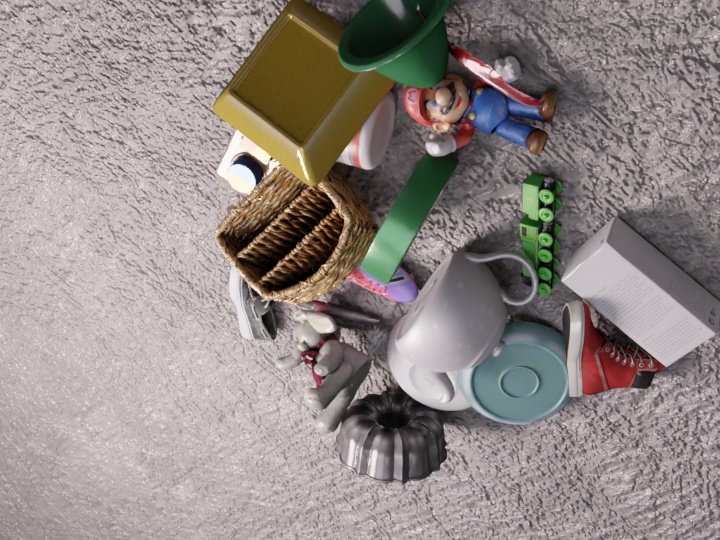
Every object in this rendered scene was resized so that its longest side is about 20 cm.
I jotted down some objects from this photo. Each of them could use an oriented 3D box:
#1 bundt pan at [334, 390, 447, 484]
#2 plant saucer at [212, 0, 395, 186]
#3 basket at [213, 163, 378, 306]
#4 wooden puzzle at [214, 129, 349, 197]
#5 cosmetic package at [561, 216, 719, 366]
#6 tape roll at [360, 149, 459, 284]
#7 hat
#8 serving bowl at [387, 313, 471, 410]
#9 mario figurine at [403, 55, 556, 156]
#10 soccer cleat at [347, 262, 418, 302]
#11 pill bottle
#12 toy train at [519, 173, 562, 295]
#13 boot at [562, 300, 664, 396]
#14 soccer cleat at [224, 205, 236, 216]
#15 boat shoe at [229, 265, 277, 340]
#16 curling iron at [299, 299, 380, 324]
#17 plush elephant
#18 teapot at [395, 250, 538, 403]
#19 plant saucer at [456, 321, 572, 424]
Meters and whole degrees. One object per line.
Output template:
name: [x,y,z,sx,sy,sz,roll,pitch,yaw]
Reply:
bundt pan: [0.054,0.275,1.621,0.200,0.202,0.077,11,116,20]
plant saucer: [-0.081,-0.250,1.261,0.199,0.048,0.201,38,91,18]
basket: [-0.094,-0.048,1.393,0.200,0.149,0.144,-40,58,20]
wooden puzzle: [-0.131,-0.154,1.475,0.184,0.046,0.200,34,134,0]
cosmetic package: [0.394,0.031,1.320,0.199,0.071,0.101,39,135,-5]
tape roll: [0.069,-0.078,1.321,0.048,0.201,0.201,31,134,3]
hat: [0.090,-0.256,1.214,0.165,0.200,0.176,-41,126,3]
serving bowl: [0.130,0.163,1.571,0.198,0.066,0.202,14,130,18]
mario figurine: [0.150,-0.212,1.232,0.198,0.124,0.107,14,143,13]
soccer cleat: [0.000,0.000,1.505,0.199,0.077,0.067,35,137,1]
pill bottle: [-0.059,-0.222,1.335,0.198,0.116,0.117,16,131,16]
toy train: [0.257,-0.049,1.356,0.056,0.042,0.202,17,132,29]
boot: [0.370,0.110,1.374,0.143,0.073,0.201,-6,139,12]
soccer cleat: [-0.141,-0.042,1.562,0.085,0.069,0.200,-34,107,30]
boat shoe: [-0.181,0.047,1.656,0.070,0.073,0.201,7,139,13]
curling iron: [-0.061,0.057,1.611,0.198,0.050,0.026,15,123,10]
plush elephant: [-0.068,0.143,1.586,0.154,0.201,0.165,31,167,20]
teapot: [0.156,0.075,1.410,0.145,0.198,0.200,32,158,-2]
plant saucer: [0.252,0.172,1.497,0.198,0.028,0.202,3,122,4]
